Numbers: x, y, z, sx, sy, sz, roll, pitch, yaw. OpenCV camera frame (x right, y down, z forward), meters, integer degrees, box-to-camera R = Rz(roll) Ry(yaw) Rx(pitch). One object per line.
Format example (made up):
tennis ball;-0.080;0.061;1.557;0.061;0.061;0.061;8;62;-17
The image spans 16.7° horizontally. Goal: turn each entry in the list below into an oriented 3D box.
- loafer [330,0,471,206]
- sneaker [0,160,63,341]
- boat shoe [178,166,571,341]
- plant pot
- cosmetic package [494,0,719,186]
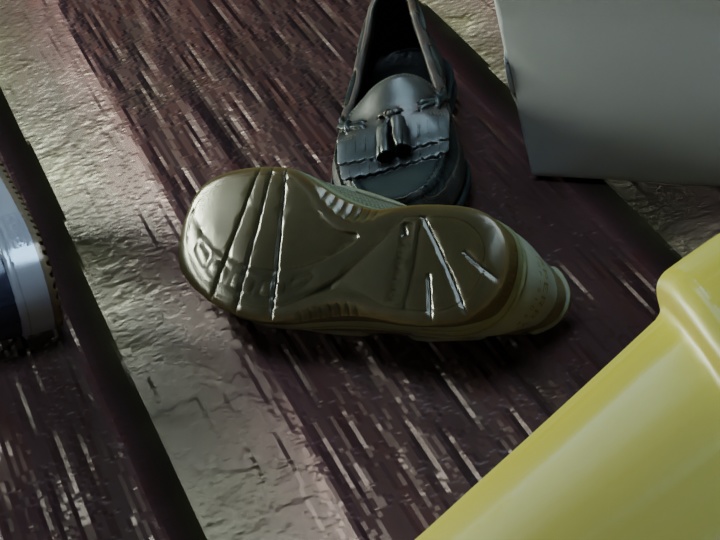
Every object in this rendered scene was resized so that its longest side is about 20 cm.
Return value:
loafer;0.015;-0.080;1.237;0.071;0.063;0.200;-11;27;7
sneaker;-0.224;-0.015;1.225;0.108;0.071;0.200;-19;30;-13
boat shoe;0.001;-0.002;1.109;0.200;0.063;0.074;5;77;40
plant pot;0.110;0.102;0.724;0.188;0.201;0.201;-30;27;2
cosmetic package;0.170;-0.104;1.155;0.199;0.114;0.081;8;35;33
